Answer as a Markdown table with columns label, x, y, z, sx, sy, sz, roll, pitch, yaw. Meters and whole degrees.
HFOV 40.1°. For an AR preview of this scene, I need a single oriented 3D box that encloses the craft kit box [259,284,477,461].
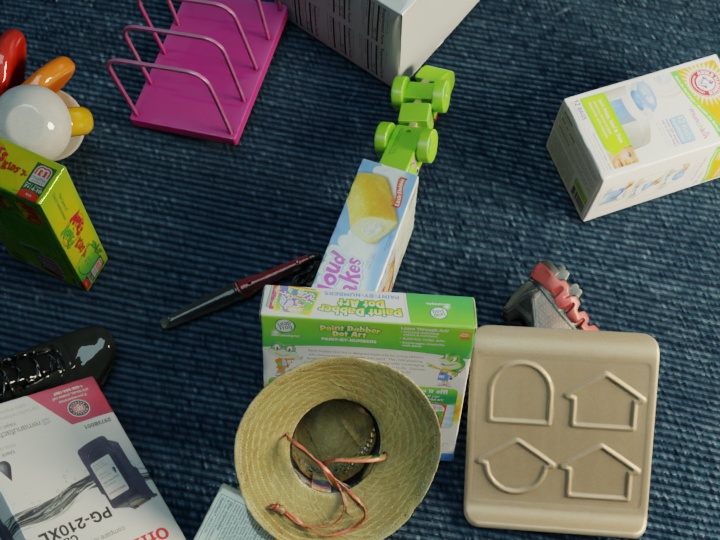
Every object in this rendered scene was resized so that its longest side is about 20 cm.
| label | x | y | z | sx | sy | sz | roll | pitch | yaw |
| --- | --- | --- | --- | --- | --- | --- | --- | --- | --- |
| craft kit box | 0.003 | 0.104 | 0.959 | 0.197 | 0.199 | 0.049 | 4 | 45 | -1 |

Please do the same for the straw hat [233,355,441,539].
| label | x | y | z | sx | sy | sz | roll | pitch | yaw |
| --- | --- | --- | --- | --- | --- | --- | --- | --- | --- |
| straw hat | -0.026 | 0.153 | 0.914 | 0.198 | 0.204 | 0.085 | -2 | 21 | -5 |

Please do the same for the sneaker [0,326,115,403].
| label | x | y | z | sx | sy | sz | roll | pitch | yaw |
| --- | --- | --- | --- | --- | --- | --- | --- | --- | --- |
| sneaker | -0.341 | 0.115 | 1.001 | 0.199 | 0.091 | 0.076 | -32 | 68 | -16 |

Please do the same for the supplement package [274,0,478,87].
| label | x | y | z | sx | sy | sz | roll | pitch | yaw |
| --- | --- | --- | --- | --- | --- | --- | --- | --- | --- |
| supplement package | 0.025 | -0.371 | 1.201 | 0.199 | 0.147 | 0.192 | 35 | 69 | 15 |

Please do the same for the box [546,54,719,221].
| label | x | y | z | sx | sy | sz | roll | pitch | yaw |
| --- | --- | --- | --- | --- | --- | --- | --- | --- | --- |
| box | 0.332 | -0.153 | 1.136 | 0.198 | 0.102 | 0.114 | -17 | 67 | -9 |

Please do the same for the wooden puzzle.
| label | x | y | z | sx | sy | sz | roll | pitch | yaw |
| --- | --- | --- | --- | --- | --- | --- | --- | --- | --- |
| wooden puzzle | 0.199 | 0.159 | 0.993 | 0.183 | 0.046 | 0.203 | 3 | 94 | 5 |

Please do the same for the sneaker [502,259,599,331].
| label | x | y | z | sx | sy | sz | roll | pitch | yaw |
| --- | --- | --- | --- | --- | --- | --- | --- | --- | --- |
| sneaker | 0.223 | 0.092 | 1.042 | 0.098 | 0.071 | 0.201 | -36 | 82 | 2 |

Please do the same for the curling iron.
| label | x | y | z | sx | sy | sz | roll | pitch | yaw |
| --- | --- | --- | --- | --- | --- | --- | --- | --- | --- |
| curling iron | -0.124 | 0.024 | 1.079 | 0.198 | 0.026 | 0.050 | -17 | 41 | -5 |

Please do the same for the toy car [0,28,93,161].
| label | x | y | z | sx | sy | sz | roll | pitch | yaw |
| --- | --- | --- | --- | --- | --- | --- | --- | --- | --- |
| toy car | -0.399 | -0.182 | 1.071 | 0.198 | 0.175 | 0.152 | -14 | 101 | -7 |

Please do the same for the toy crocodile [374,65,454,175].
| label | x | y | z | sx | sy | sz | roll | pitch | yaw |
| --- | --- | --- | --- | --- | --- | --- | --- | --- | --- |
| toy crocodile | 0.063 | -0.166 | 1.141 | 0.067 | 0.062 | 0.202 | 7 | 54 | 18 |

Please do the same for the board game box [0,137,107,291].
| label | x | y | z | sx | sy | sz | roll | pitch | yaw |
| --- | --- | --- | --- | --- | --- | --- | --- | --- | --- |
| board game box | -0.335 | -0.057 | 1.018 | 0.101 | 0.200 | 0.048 | 23 | 67 | 9 |

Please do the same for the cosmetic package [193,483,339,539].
| label | x | y | z | sx | sy | sz | roll | pitch | yaw |
| --- | --- | --- | --- | --- | --- | --- | --- | --- | --- |
| cosmetic package | -0.065 | 0.296 | 0.937 | 0.198 | 0.071 | 0.106 | 25 | 66 | 9 |

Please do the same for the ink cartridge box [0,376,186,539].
| label | x | y | z | sx | sy | sz | roll | pitch | yaw |
| --- | --- | --- | --- | --- | --- | --- | --- | --- | --- |
| ink cartridge box | -0.277 | 0.218 | 0.926 | 0.144 | 0.085 | 0.201 | -15 | 61 | -46 |

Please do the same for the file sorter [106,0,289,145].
| label | x | y | z | sx | sy | sz | roll | pitch | yaw |
| --- | --- | --- | --- | --- | --- | --- | --- | --- | --- |
| file sorter | -0.188 | -0.275 | 1.152 | 0.137 | 0.126 | 0.202 | 12 | 66 | 14 |

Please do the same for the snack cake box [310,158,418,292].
| label | x | y | z | sx | sy | sz | roll | pitch | yaw |
| --- | --- | --- | --- | --- | --- | --- | --- | --- | --- |
| snack cake box | 0.000 | 0.000 | 1.050 | 0.066 | 0.115 | 0.202 | 17 | 66 | 7 |
